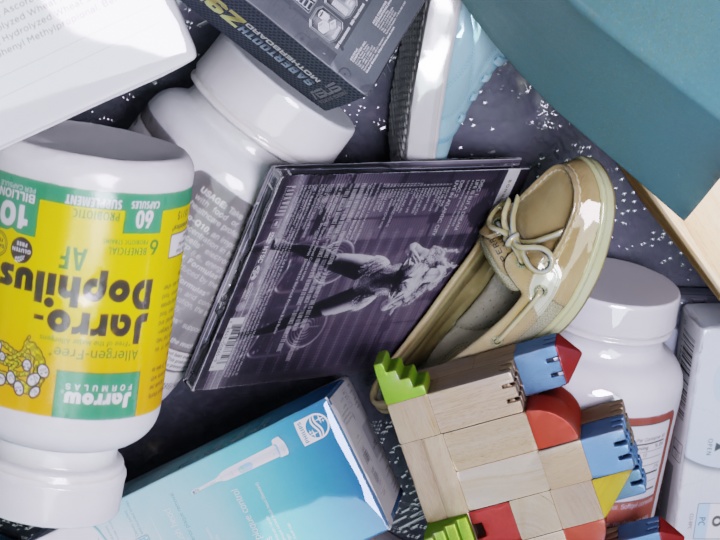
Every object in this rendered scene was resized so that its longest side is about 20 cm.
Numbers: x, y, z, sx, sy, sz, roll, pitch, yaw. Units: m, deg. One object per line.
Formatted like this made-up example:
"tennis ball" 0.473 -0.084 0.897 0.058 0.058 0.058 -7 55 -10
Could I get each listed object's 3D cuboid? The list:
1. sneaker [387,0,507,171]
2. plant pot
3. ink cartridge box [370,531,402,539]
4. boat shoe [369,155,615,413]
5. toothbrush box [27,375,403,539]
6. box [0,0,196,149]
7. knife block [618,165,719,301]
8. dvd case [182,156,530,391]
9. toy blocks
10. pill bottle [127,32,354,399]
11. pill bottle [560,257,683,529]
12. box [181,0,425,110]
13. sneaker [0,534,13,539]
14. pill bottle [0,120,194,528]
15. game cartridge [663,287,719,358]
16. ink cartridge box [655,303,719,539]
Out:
"sneaker" 0.070 -0.138 1.295 0.082 0.074 0.201 10 110 -10
"plant pot" 0.149 -0.158 1.199 0.200 0.141 0.141 37 73 6
"ink cartridge box" 0.005 0.232 1.433 0.200 0.068 0.115 32 101 -21
"boat shoe" 0.079 0.014 1.325 0.063 0.073 0.201 13 126 -35
"toothbrush box" -0.083 0.145 1.290 0.199 0.146 0.086 -25 90 4
"box" -0.207 -0.149 1.163 0.199 0.199 0.131 -25 111 -2
"knife block" 0.187 -0.069 1.297 0.064 0.200 0.176 -36 144 5
"dvd case" 0.000 0.000 1.302 0.199 0.016 0.149 -4 128 -42
"toy blocks" 0.105 0.120 1.297 0.136 0.100 0.201 -16 103 12
"pill bottle" -0.100 -0.032 1.281 0.114 0.114 0.200 35 102 -22
"pill bottle" 0.138 0.098 1.384 0.112 0.112 0.201 5 110 -13
"box" -0.019 -0.204 1.091 0.158 0.051 0.200 37 69 -20
"sneaker" -0.278 0.210 1.362 0.200 0.080 0.131 32 101 -20
"pill bottle" -0.156 0.028 1.181 0.112 0.113 0.201 7 103 -14
"game cartridge" 0.278 0.079 1.446 0.199 0.040 0.134 3 107 -12
"ink cartridge box" 0.293 0.102 1.414 0.199 0.047 0.161 1 111 -9
